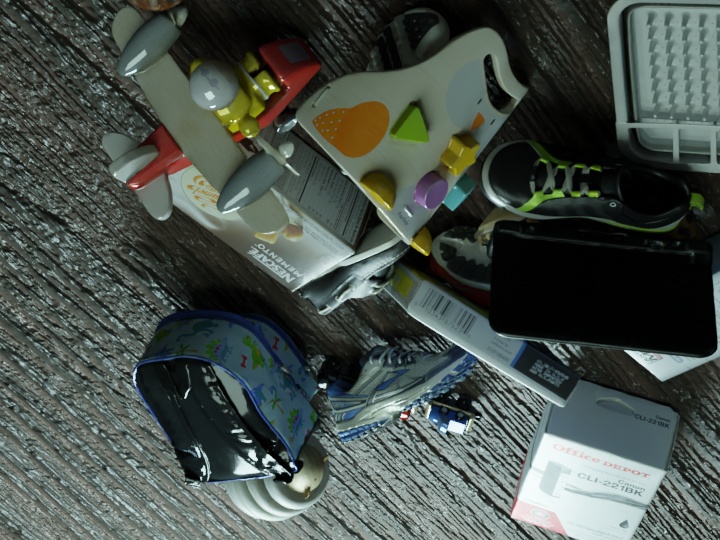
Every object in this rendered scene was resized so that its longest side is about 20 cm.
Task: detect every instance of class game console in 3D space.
[{"bbox_3d":[0.213,0.025,1.476,0.198,0.117,0.176,7,170,1],"label":"game console"}]

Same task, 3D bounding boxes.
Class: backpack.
[{"bbox_3d":[-0.157,0.133,1.878,0.182,0.147,0.201,-7,130,32],"label":"backpack"}]

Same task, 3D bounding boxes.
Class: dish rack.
[{"bbox_3d":[0.303,-0.168,1.388,0.170,0.044,0.201,6,141,19],"label":"dish rack"}]

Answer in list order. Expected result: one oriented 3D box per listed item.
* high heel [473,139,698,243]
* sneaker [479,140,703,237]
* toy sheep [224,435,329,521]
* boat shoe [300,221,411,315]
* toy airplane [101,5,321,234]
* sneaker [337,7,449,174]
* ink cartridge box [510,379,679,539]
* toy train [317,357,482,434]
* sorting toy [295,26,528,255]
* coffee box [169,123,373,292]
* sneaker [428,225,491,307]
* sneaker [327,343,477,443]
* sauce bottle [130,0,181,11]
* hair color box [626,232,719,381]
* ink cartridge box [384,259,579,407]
[{"bbox_3d":[0.219,-0.033,1.565,0.199,0.072,0.143,-26,118,33],"label":"high heel"},{"bbox_3d":[0.207,-0.082,1.443,0.198,0.072,0.083,9,166,-8],"label":"sneaker"},{"bbox_3d":[-0.113,0.247,2.022,0.138,0.139,0.199,39,154,-24],"label":"toy sheep"},{"bbox_3d":[0.000,0.000,1.687,0.200,0.074,0.061,-25,103,51],"label":"boat shoe"},{"bbox_3d":[-0.145,-0.142,1.475,0.198,0.201,0.141,11,160,-1],"label":"toy airplane"},{"bbox_3d":[0.043,-0.164,1.498,0.080,0.076,0.200,7,143,-21],"label":"sneaker"},{"bbox_3d":[0.265,0.223,1.856,0.143,0.084,0.201,17,142,4],"label":"ink cartridge box"},{"bbox_3d":[0.044,0.150,1.893,0.198,0.046,0.034,16,143,4],"label":"toy train"},{"bbox_3d":[0.069,-0.126,1.443,0.107,0.180,0.200,46,180,33],"label":"sorting toy"},{"bbox_3d":[-0.101,-0.081,1.643,0.200,0.080,0.114,38,139,-22],"label":"coffee box"},{"bbox_3d":[0.161,0.016,1.673,0.199,0.077,0.085,29,161,-5],"label":"sneaker"},{"bbox_3d":[0.040,0.117,1.823,0.199,0.077,0.086,-32,80,22],"label":"sneaker"},{"bbox_3d":[-0.185,-0.316,1.402,0.065,0.066,0.201,11,144,11],"label":"sauce bottle"},{"bbox_3d":[0.342,0.031,1.603,0.099,0.061,0.200,36,139,-21],"label":"hair color box"},{"bbox_3d":[0.117,0.056,1.692,0.197,0.047,0.200,30,-174,-14],"label":"ink cartridge box"}]
